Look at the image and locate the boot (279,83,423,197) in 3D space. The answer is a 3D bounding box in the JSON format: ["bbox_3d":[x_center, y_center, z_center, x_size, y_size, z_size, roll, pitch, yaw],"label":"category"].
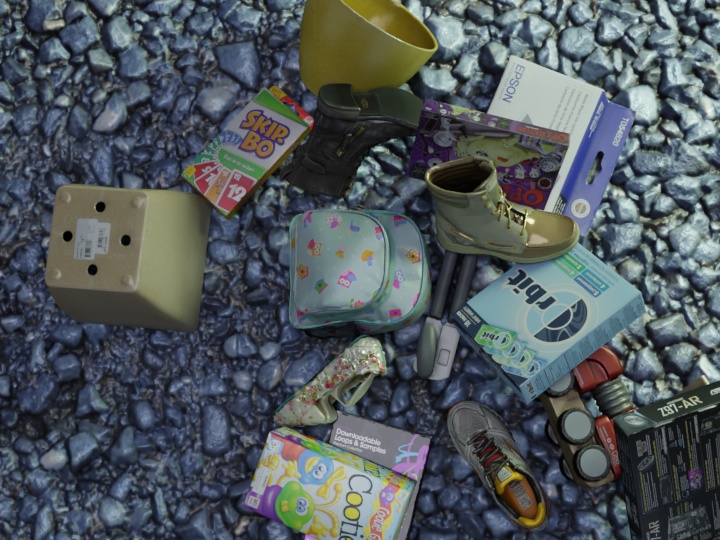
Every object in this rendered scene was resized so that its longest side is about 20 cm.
[{"bbox_3d":[-0.002,-0.171,1.386,0.196,0.175,0.070,8,46,-15],"label":"boot"}]

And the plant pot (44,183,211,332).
[{"bbox_3d":[-0.337,-0.029,1.394,0.196,0.177,0.204,4,82,8],"label":"plant pot"}]

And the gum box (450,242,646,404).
[{"bbox_3d":[0.244,0.057,1.307,0.199,0.045,0.170,-36,42,-7],"label":"gum box"}]

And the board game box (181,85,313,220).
[{"bbox_3d":[-0.161,-0.179,1.453,0.095,0.030,0.200,40,77,11],"label":"board game box"}]

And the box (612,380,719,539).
[{"bbox_3d":[0.410,0.255,1.247,0.158,0.044,0.203,-18,113,-6],"label":"box"}]

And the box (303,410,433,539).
[{"bbox_3d":[0.010,0.309,1.367,0.140,0.036,0.204,14,85,9],"label":"box"}]

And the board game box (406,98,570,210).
[{"bbox_3d":[0.167,-0.152,1.318,0.196,0.121,0.033,13,52,1],"label":"board game box"}]

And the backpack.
[{"bbox_3d":[0.000,0.000,1.357,0.196,0.153,0.179,0,76,4],"label":"backpack"}]

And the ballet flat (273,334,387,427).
[{"bbox_3d":[-0.041,0.168,1.352,0.200,0.075,0.064,-43,65,22],"label":"ballet flat"}]

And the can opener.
[{"bbox_3d":[0.119,0.053,1.371,0.052,0.067,0.204,14,84,10],"label":"can opener"}]

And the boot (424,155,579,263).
[{"bbox_3d":[0.187,-0.082,1.304,0.196,0.155,0.073,4,60,16],"label":"boot"}]

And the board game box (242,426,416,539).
[{"bbox_3d":[-0.037,0.294,1.302,0.197,0.103,0.107,20,88,9],"label":"board game box"}]

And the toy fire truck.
[{"bbox_3d":[0.344,0.170,1.304,0.197,0.129,0.179,-21,79,-7],"label":"toy fire truck"}]

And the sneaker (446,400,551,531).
[{"bbox_3d":[0.189,0.258,1.324,0.078,0.082,0.201,-39,78,1],"label":"sneaker"}]

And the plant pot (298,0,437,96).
[{"bbox_3d":[-0.010,-0.311,1.397,0.200,0.199,0.143,41,116,11],"label":"plant pot"}]

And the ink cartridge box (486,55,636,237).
[{"bbox_3d":[0.265,-0.176,1.397,0.197,0.041,0.203,22,86,11],"label":"ink cartridge box"}]
